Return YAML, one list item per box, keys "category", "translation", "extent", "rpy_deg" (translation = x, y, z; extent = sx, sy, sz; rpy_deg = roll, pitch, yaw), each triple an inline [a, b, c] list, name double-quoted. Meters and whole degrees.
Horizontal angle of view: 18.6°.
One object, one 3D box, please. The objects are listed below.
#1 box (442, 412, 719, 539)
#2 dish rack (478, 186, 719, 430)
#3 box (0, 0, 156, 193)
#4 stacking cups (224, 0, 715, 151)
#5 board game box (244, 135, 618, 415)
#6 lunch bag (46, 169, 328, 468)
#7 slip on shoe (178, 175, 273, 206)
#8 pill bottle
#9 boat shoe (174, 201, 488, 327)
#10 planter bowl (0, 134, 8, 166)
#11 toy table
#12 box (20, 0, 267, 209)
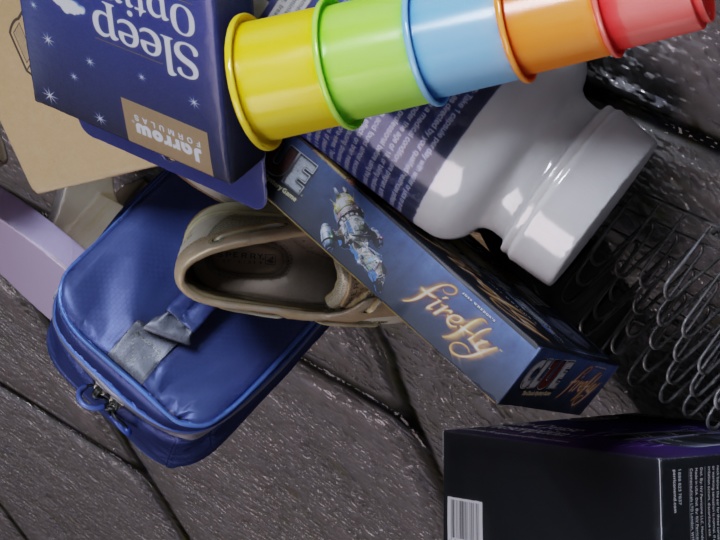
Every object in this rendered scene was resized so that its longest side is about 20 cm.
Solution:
- category: "box"
  translation: [0.154, 0.122, 1.169]
  extent: [0.140, 0.079, 0.200]
  rpy_deg: [0, 180, -30]
- category: "dish rack"
  translation: [0.152, 0.020, 1.077]
  extent: [0.200, 0.055, 0.154]
  rpy_deg: [28, 158, 45]
- category: "box"
  translation: [-0.137, -0.130, 1.177]
  extent: [0.199, 0.021, 0.164]
  rpy_deg: [-8, 110, 40]
- category: "stacking cups"
  translation: [0.046, -0.096, 0.906]
  extent: [0.199, 0.061, 0.061]
  rpy_deg: [-10, 138, 17]
- category: "board game box"
  translation: [0.025, -0.009, 1.065]
  extent: [0.200, 0.035, 0.135]
  rpy_deg: [42, -170, 20]
- category: "lunch bag"
  translation: [-0.097, 0.016, 1.312]
  extent: [0.136, 0.200, 0.132]
  rpy_deg: [40, 158, 4]
- category: "slip on shoe"
  translation: [-0.045, -0.052, 1.244]
  extent: [0.199, 0.076, 0.061]
  rpy_deg: [26, 150, -2]
- category: "pill bottle"
  translation: [0.032, -0.086, 1.001]
  extent: [0.200, 0.111, 0.111]
  rpy_deg: [38, 160, 7]
- category: "boat shoe"
  translation: [0.000, 0.000, 1.175]
  extent: [0.199, 0.065, 0.073]
  rpy_deg: [3, 109, 3]
- category: "planter bowl"
  translation: [-0.321, -0.117, 1.319]
  extent: [0.201, 0.134, 0.200]
  rpy_deg: [60, 180, -1]
- category: "toy table"
  translation: [-0.164, -0.023, 1.473]
  extent: [0.200, 0.117, 0.183]
  rpy_deg: [49, 158, -24]
- category: "box"
  translation: [-0.100, -0.117, 0.976]
  extent: [0.121, 0.032, 0.201]
  rpy_deg: [23, 137, 28]
